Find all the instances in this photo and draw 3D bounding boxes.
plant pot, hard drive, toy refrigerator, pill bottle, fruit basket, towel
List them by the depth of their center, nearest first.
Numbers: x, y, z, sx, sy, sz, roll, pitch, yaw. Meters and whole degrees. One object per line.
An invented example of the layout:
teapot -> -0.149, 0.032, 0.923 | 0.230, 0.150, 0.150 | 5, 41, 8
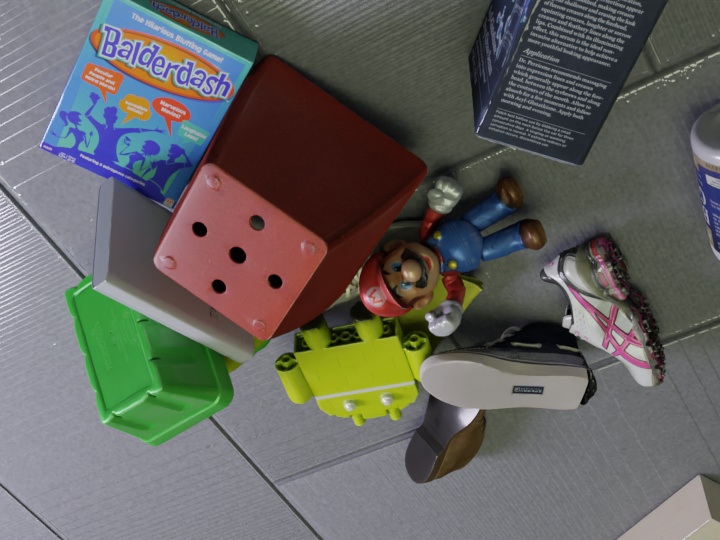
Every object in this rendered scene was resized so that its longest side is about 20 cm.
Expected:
plant pot -> -0.086, -0.053, 1.058 | 0.200, 0.176, 0.200 | 35, 123, 0
pill bottle -> 0.402, -0.067, 1.095 | 0.111, 0.111, 0.200 | -14, 125, 14
hard drive -> -0.190, 0.002, 1.134 | 0.027, 0.132, 0.200 | -29, 138, 28
fruit basket -> -0.203, 0.078, 1.219 | 0.155, 0.216, 0.216 | -31, 120, 24
towel -> 0.059, 0.069, 1.257 | 0.086, 0.018, 0.200 | 15, 134, -19
toy refrigerator -> 0.415, 0.367, 1.452 | 0.070, 0.076, 0.200 | 27, 124, -17

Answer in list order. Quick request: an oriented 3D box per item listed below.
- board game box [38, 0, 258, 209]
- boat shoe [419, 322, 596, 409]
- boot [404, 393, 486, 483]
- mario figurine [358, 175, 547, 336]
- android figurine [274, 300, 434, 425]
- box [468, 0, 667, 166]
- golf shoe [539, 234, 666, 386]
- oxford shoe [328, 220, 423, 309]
board game box -> -0.213, -0.173, 1.087 | 0.152, 0.045, 0.200 | 24, 125, -15
boat shoe -> 0.164, 0.105, 1.249 | 0.200, 0.093, 0.075 | 8, 127, -7
boot -> 0.126, 0.179, 1.343 | 0.075, 0.074, 0.200 | 0, 130, -36
mario figurine -> 0.090, -0.016, 1.119 | 0.200, 0.124, 0.106 | -30, 138, -1
android figurine -> -0.002, 0.115, 1.262 | 0.182, 0.041, 0.200 | -9, 135, 9
box -> 0.180, -0.222, 0.963 | 0.107, 0.149, 0.200 | 15, 127, -9
golf shoe -> 0.277, 0.053, 1.224 | 0.092, 0.073, 0.200 | -22, 114, 26
oxford shoe -> 0.000, 0.000, 1.203 | 0.200, 0.058, 0.075 | -16, 123, 13
